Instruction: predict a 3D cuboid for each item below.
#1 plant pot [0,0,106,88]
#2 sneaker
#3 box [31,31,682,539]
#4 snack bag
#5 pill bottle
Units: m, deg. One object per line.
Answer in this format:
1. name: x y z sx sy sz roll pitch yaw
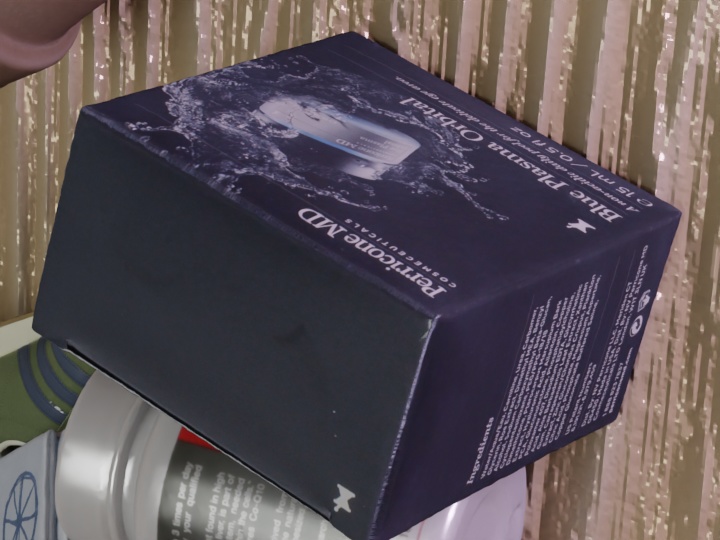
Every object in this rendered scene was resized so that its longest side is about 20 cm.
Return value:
1. plant pot: -0.145 -0.203 1.255 0.174 0.200 0.200 -20 91 23
2. sneaker: -0.135 0.057 1.387 0.200 0.067 0.090 -19 86 47
3. box: 0.000 0.000 1.179 0.197 0.200 0.118 30 120 26
4. snack bag: -0.185 0.193 1.377 0.189 0.021 0.200 -31 55 59
5. pill bottle: -0.034 0.107 1.263 0.200 0.114 0.114 14 113 21
